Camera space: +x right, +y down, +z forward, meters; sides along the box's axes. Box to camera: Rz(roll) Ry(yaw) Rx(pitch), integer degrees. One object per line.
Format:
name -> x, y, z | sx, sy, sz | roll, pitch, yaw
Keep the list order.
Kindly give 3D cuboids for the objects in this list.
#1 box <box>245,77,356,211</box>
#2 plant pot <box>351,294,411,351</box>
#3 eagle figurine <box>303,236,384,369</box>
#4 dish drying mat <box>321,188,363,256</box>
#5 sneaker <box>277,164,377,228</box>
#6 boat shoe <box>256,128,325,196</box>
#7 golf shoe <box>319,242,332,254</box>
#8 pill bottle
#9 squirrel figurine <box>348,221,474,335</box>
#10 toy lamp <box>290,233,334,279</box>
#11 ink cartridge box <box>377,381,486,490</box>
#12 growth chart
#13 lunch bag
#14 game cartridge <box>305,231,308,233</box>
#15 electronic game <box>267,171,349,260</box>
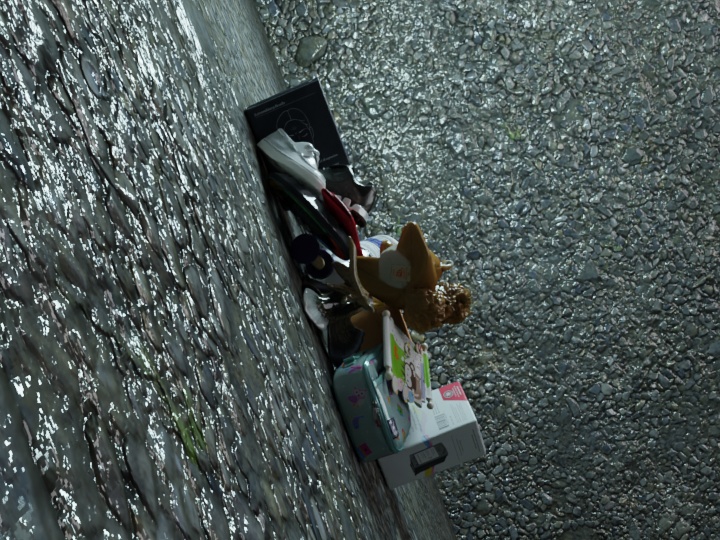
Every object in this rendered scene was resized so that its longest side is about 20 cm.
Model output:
box -> -0.110, -0.237, 1.648 | 0.107, 0.146, 0.203 | -105, 174, -76
plant pot -> 0.026, 0.138, 1.646 | 0.200, 0.138, 0.204 | -21, 90, -88
eagle figurine -> -0.033, 0.065, 1.464 | 0.154, 0.149, 0.200 | -65, -171, -28
dish drying mat -> -0.028, -0.076, 1.517 | 0.077, 0.018, 0.200 | 47, -10, 18
sneaker -> -0.053, -0.155, 1.569 | 0.198, 0.091, 0.067 | 28, -18, 20
boat shoe -> -0.106, -0.192, 1.514 | 0.072, 0.068, 0.200 | 50, -7, -37
golf shoe -> -0.055, -0.057, 1.791 | 0.097, 0.077, 0.204 | -65, 155, -71
pill bottle -> 0.000, 0.000, 1.748 | 0.199, 0.110, 0.113 | -20, 88, -55
squirrel figurine -> 0.105, 0.022, 1.554 | 0.202, 0.141, 0.186 | 57, 16, 14
toy lamp -> -0.082, -0.021, 1.563 | 0.200, 0.057, 0.059 | 58, 11, -77
ink cartridge box -> 0.123, 0.311, 1.677 | 0.148, 0.197, 0.087 | -107, 175, -64
growth chart -> 0.078, 0.156, 1.467 | 0.200, 0.017, 0.147 | 44, 34, -53
lunch bag -> 0.022, 0.205, 1.410 | 0.200, 0.076, 0.164 | -33, 107, -78
game cartridge -> -0.082, -0.036, 1.971 | 0.133, 0.041, 0.203 | -123, -168, -81
electronic game -> -0.087, -0.092, 1.510 | 0.200, 0.042, 0.200 | 45, -7, 7
